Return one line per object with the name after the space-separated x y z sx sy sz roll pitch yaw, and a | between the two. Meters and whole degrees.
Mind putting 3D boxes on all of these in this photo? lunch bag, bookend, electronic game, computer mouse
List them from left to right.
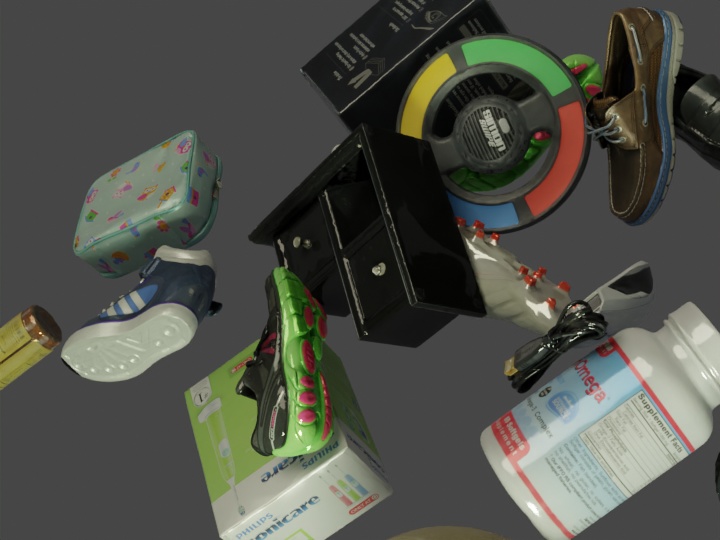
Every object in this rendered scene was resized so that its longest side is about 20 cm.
-0.266 -0.086 1.643 0.199 0.077 0.161 -22 41 24 | lunch bag
0.000 0.000 1.248 0.200 0.092 0.199 -40 53 38 | bookend
0.131 -0.136 1.284 0.199 0.042 0.201 1 92 18 | electronic game
0.200 0.043 1.070 0.200 0.044 0.110 -25 -18 -50 | computer mouse

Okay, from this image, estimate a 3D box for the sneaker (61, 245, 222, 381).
-0.252 0.042 1.516 0.199 0.081 0.147 -22 34 30 | sneaker

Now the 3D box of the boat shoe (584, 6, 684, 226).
0.244 -0.143 1.187 0.072 0.072 0.201 -178 93 -65 | boat shoe

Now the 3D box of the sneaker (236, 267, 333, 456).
-0.076 0.079 1.163 0.083 0.077 0.201 -23 44 20 | sneaker

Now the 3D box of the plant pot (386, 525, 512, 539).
0.056 0.273 0.967 0.200 0.134 0.201 -24 41 23 | plant pot

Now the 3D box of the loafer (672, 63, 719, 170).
0.322 -0.143 1.183 0.068 0.070 0.201 -44 38 -2 | loafer

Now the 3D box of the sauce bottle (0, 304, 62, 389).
-0.473 0.123 1.633 0.200 0.066 0.066 -34 38 8 | sauce bottle

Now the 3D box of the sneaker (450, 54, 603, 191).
0.169 -0.151 1.341 0.200 0.077 0.084 -34 10 16 | sneaker

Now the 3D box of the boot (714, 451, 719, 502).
0.315 0.179 0.872 0.168 0.077 0.200 13 56 43 | boot

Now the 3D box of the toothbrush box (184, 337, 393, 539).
-0.073 0.162 1.227 0.145 0.086 0.200 -36 37 8 | toothbrush box

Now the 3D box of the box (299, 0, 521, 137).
0.058 -0.223 1.433 0.200 0.118 0.197 -39 27 3 | box

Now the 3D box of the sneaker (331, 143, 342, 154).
0.000 -0.065 1.392 0.089 0.080 0.200 -48 38 6 | sneaker

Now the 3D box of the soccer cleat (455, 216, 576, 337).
0.135 0.022 1.205 0.200 0.069 0.078 43 115 46 | soccer cleat

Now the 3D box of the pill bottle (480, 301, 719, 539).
0.202 0.116 1.009 0.200 0.109 0.109 -37 38 6 | pill bottle
